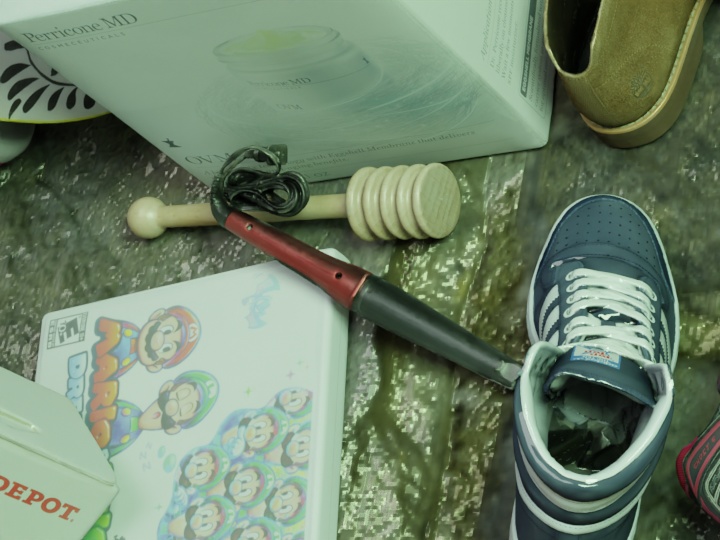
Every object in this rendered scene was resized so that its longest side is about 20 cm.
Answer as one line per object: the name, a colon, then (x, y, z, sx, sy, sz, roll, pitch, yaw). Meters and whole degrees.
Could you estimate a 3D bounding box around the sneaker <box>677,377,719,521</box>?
sneaker: (0.197, 0.017, 1.069, 0.075, 0.081, 0.200, 19, 77, 43)

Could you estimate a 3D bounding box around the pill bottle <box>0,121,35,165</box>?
pill bottle: (-0.293, -0.075, 1.440, 0.200, 0.113, 0.113, -26, 53, 21)

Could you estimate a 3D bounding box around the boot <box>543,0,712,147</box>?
boot: (0.137, -0.164, 1.224, 0.074, 0.075, 0.200, -1, 64, 36)

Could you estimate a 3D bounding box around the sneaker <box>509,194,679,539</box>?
sneaker: (0.103, 0.032, 1.096, 0.070, 0.109, 0.200, 7, 58, 5)

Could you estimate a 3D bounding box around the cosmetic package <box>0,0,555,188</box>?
cosmetic package: (-0.035, -0.140, 1.243, 0.199, 0.200, 0.123, -8, 61, 32)

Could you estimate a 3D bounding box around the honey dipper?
honey dipper: (-0.041, -0.033, 1.298, 0.200, 0.038, 0.038, -1, 65, 36)

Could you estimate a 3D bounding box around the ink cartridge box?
ink cartridge box: (-0.237, 0.132, 1.243, 0.200, 0.144, 0.084, -50, 40, 13)

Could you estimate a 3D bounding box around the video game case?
video game case: (-0.091, 0.096, 1.267, 0.182, 0.024, 0.200, -13, 58, 28)

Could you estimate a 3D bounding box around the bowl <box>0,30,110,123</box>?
bowl: (-0.180, -0.180, 1.359, 0.094, 0.201, 0.201, 108, 148, -43)

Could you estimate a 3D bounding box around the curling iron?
curling iron: (0.000, 0.000, 1.231, 0.200, 0.026, 0.050, 38, 116, 28)
